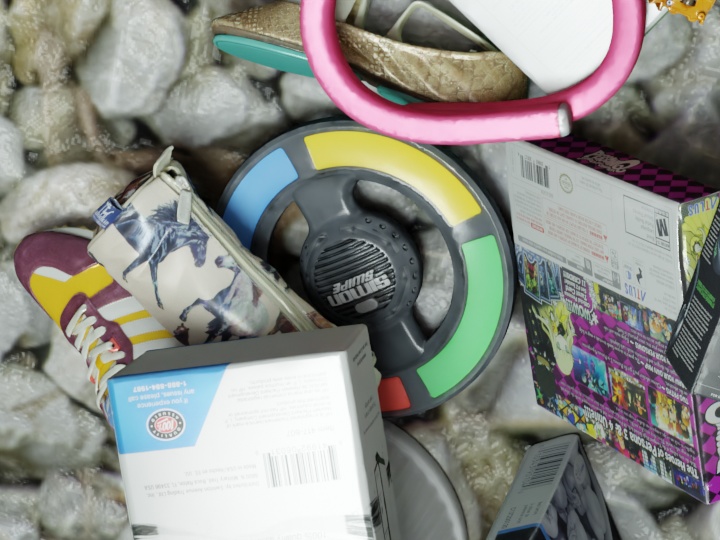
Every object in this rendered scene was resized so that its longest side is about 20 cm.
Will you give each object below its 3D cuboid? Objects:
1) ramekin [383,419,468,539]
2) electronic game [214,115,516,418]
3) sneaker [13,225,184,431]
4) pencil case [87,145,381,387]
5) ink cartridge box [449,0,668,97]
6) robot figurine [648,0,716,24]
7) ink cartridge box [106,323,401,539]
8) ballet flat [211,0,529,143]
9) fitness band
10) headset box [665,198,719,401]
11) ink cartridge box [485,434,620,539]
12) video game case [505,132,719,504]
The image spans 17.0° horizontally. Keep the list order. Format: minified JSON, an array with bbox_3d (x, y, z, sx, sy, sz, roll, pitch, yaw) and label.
[{"bbox_3d":[-0.035,0.192,1.570,0.201,0.094,0.203,5,111,12],"label":"ramekin"},{"bbox_3d":[0.000,0.000,1.514,0.199,0.042,0.201,5,112,13],"label":"electronic game"},{"bbox_3d":[-0.148,0.050,1.531,0.199,0.090,0.075,32,137,7],"label":"sneaker"},{"bbox_3d":[-0.077,0.020,1.486,0.200,0.078,0.089,44,143,1],"label":"pencil case"},{"bbox_3d":[0.088,-0.201,1.410,0.200,0.059,0.104,43,114,-5],"label":"ink cartridge box"},{"bbox_3d":[0.194,-0.238,1.267,0.058,0.145,0.201,17,110,-7],"label":"robot figurine"},{"bbox_3d":[-0.056,0.144,1.421,0.145,0.084,0.201,-7,99,11],"label":"ink cartridge box"},{"bbox_3d":[0.010,-0.136,1.461,0.199,0.071,0.066,19,86,3],"label":"ballet flat"},{"bbox_3d":[0.064,-0.145,1.384,0.199,0.037,0.144,-2,109,13],"label":"fitness band"},{"bbox_3d":[0.277,-0.013,1.265,0.173,0.093,0.201,16,102,-6],"label":"headset box"},{"bbox_3d":[0.135,0.233,1.489,0.043,0.198,0.201,-16,107,22],"label":"ink cartridge box"},{"bbox_3d":[0.154,0.021,1.416,0.036,0.200,0.182,-16,110,-22],"label":"video game case"}]
